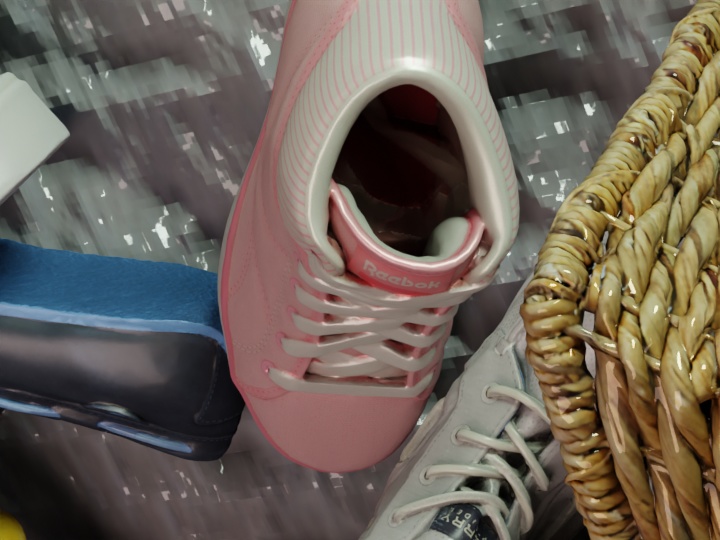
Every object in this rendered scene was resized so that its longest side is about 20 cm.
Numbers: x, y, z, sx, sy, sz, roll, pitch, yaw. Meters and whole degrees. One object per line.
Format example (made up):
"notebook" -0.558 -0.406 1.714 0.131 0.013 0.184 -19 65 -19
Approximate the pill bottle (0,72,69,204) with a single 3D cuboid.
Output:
"pill bottle" -0.190 -0.088 0.824 0.200 0.113 0.113 46 128 -6

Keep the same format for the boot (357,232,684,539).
"boot" 0.052 0.063 0.808 0.073 0.096 0.200 33 129 4

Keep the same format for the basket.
"basket" 0.122 0.033 0.688 0.149 0.200 0.143 22 129 10

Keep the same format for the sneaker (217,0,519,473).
"sneaker" 0.000 0.000 0.781 0.075 0.105 0.201 3 124 -9

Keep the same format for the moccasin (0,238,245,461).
"moccasin" -0.136 0.030 0.889 0.199 0.080 0.068 11 116 22

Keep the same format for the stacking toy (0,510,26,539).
"stacking toy" -0.153 0.109 0.923 0.200 0.086 0.085 27 132 -22
